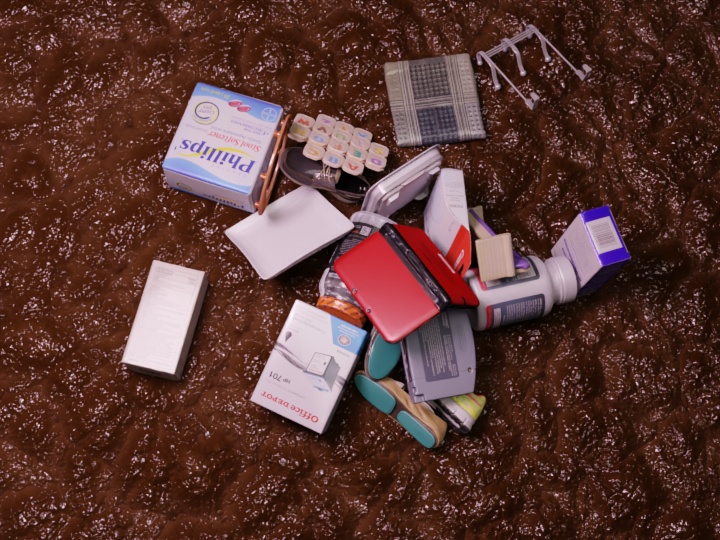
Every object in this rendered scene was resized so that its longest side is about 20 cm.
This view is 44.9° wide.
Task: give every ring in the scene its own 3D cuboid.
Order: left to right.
[{"bbox_3d":[-0.168,-0.202,1.657,0.019,0.200,0.201,16,72,-3],"label":"ring"}]

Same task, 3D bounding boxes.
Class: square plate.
[{"bbox_3d":[-0.136,-0.073,1.665,0.198,0.028,0.200,-32,41,-12],"label":"square plate"}]

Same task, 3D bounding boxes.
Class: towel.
[{"bbox_3d":[0.154,-0.355,1.821,0.192,0.035,0.201,-7,74,-2],"label":"towel"}]

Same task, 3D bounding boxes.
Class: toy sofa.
[{"bbox_3d":[0.242,-0.056,1.631,0.097,0.200,0.083,-12,111,-4],"label":"toy sofa"}]

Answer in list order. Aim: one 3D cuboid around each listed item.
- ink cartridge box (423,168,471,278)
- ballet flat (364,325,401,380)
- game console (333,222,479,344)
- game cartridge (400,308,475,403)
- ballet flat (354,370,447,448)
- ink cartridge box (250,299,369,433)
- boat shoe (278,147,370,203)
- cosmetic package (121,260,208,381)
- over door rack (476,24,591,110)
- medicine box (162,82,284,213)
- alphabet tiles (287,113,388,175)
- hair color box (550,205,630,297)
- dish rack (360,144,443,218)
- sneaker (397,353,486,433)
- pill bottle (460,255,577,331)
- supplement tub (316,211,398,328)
[{"bbox_3d":[0.161,-0.065,1.638,0.047,0.160,0.201,4,62,-8],"label":"ink cartridge box"},{"bbox_3d":[0.052,0.106,1.602,0.067,0.064,0.201,23,83,-20],"label":"ballet flat"},{"bbox_3d":[0.083,0.024,1.546,0.119,0.172,0.200,-50,59,24],"label":"game console"},{"bbox_3d":[0.138,0.130,1.564,0.133,0.042,0.201,-6,81,-23],"label":"game cartridge"},{"bbox_3d":[0.076,0.246,1.607,0.200,0.069,0.063,42,46,7],"label":"ballet flat"},{"bbox_3d":[-0.089,0.174,1.578,0.146,0.086,0.200,24,84,4],"label":"ink cartridge box"},{"bbox_3d":[-0.062,-0.191,1.683,0.200,0.073,0.075,18,78,-32],"label":"boat shoe"},{"bbox_3d":[-0.360,0.093,1.617,0.103,0.073,0.201,14,71,2],"label":"cosmetic package"},{"bbox_3d":[0.358,-0.419,1.821,0.148,0.067,0.200,-31,55,-12],"label":"over door rack"},{"bbox_3d":[-0.266,-0.241,1.717,0.182,0.103,0.201,17,71,2],"label":"medicine box"},{"bbox_3d":[-0.041,-0.253,1.712,0.199,0.015,0.196,21,33,-4],"label":"alphabet tiles"},{"bbox_3d":[0.428,-0.030,1.635,0.065,0.200,0.110,-15,73,-10],"label":"hair color box"},{"bbox_3d":[0.081,-0.153,1.657,0.171,0.200,0.044,-33,81,-13],"label":"dish rack"},{"bbox_3d":[0.151,0.204,1.616,0.090,0.078,0.200,-40,84,-23],"label":"sneaker"},{"bbox_3d":[0.299,0.037,1.649,0.199,0.120,0.120,-12,73,-7],"label":"pill bottle"},{"bbox_3d":[0.000,0.000,1.642,0.122,0.123,0.200,24,71,5],"label":"supplement tub"}]
